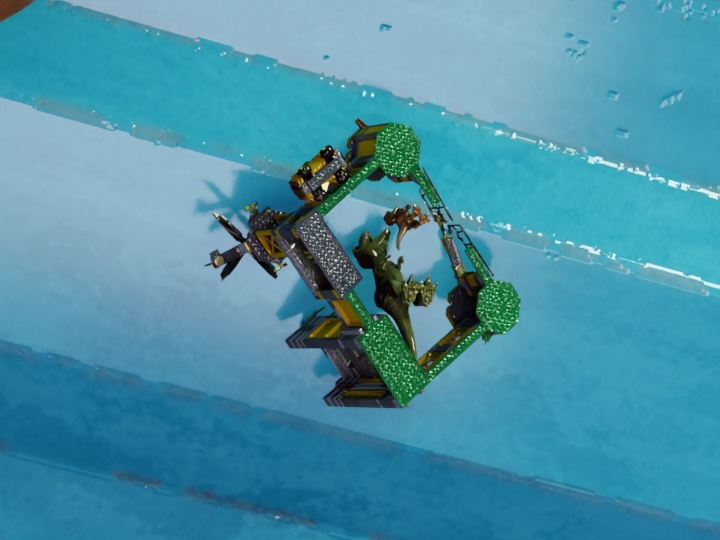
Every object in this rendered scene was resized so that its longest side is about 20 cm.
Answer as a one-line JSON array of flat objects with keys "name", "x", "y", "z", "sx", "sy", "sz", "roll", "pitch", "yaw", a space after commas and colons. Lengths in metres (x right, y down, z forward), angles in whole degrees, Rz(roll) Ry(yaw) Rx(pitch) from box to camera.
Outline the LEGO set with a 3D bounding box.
[{"name": "LEGO set", "x": 0.000, "y": 0.000, "z": 1.829, "sx": 0.200, "sy": 0.116, "sz": 0.154, "roll": 49, "pitch": 65, "yaw": -21}]

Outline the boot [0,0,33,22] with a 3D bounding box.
[{"name": "boot", "x": -0.288, "y": -0.233, "z": 1.726, "sx": 0.200, "sy": 0.074, "sz": 0.155, "roll": 42, "pitch": 101, "yaw": -14}]
